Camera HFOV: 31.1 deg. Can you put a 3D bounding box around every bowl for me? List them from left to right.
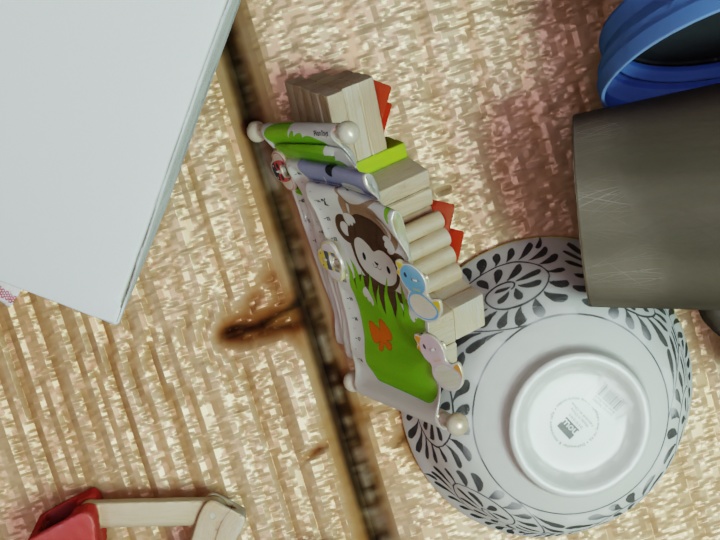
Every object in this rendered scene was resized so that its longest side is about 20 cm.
[{"bbox_3d":[0.127,0.086,0.810,0.197,0.094,0.204,-1,99,-5],"label":"bowl"},{"bbox_3d":[0.230,-0.139,0.738,0.198,0.201,0.040,-11,77,-3],"label":"bowl"}]

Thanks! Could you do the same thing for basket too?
[{"bbox_3d":[0.224,-0.045,0.738,0.197,0.182,0.137,-5,130,13],"label":"basket"}]

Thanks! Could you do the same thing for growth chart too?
[{"bbox_3d":[0.000,0.000,0.770,0.018,0.144,0.202,-25,103,-26],"label":"growth chart"}]

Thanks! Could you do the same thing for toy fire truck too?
[{"bbox_3d":[-0.098,0.197,0.830,0.197,0.049,0.143,-15,99,-3],"label":"toy fire truck"}]

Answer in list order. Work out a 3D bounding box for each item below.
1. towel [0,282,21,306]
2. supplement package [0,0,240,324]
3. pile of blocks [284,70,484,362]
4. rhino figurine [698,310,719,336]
[{"bbox_3d":[-0.200,-0.099,0.722,0.146,0.030,0.201,36,94,-10],"label":"towel"},{"bbox_3d":[-0.149,-0.105,0.622,0.154,0.111,0.202,21,122,-8],"label":"supplement package"},{"bbox_3d":[0.022,-0.035,0.795,0.062,0.082,0.202,-24,93,-22],"label":"pile of blocks"},{"bbox_3d":[0.279,0.069,0.823,0.060,0.087,0.201,-39,99,2],"label":"rhino figurine"}]
